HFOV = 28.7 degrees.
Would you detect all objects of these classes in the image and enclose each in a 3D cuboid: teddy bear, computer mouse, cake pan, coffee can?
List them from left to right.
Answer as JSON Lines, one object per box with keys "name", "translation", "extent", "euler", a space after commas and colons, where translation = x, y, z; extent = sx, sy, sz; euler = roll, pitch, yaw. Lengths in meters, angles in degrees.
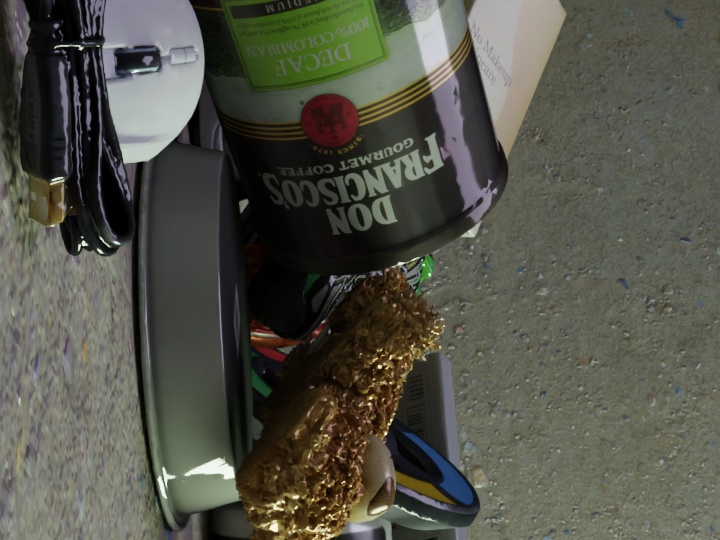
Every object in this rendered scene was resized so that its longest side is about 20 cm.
{"name": "computer mouse", "translation": [-0.079, -0.074, 0.479], "extent": [0.200, 0.043, 0.111], "euler": [-96, -178, -78]}
{"name": "cake pan", "translation": [-0.079, 0.028, 0.706], "extent": [0.200, 0.036, 0.203], "euler": [177, -90, -90]}
{"name": "coffee can", "translation": [-0.015, -0.121, 0.734], "extent": [0.147, 0.145, 0.201], "euler": [-94, 168, -58]}
{"name": "teddy bear", "translation": [-0.007, 0.070, 0.702], "extent": [0.145, 0.067, 0.200], "euler": [-50, -172, 4]}

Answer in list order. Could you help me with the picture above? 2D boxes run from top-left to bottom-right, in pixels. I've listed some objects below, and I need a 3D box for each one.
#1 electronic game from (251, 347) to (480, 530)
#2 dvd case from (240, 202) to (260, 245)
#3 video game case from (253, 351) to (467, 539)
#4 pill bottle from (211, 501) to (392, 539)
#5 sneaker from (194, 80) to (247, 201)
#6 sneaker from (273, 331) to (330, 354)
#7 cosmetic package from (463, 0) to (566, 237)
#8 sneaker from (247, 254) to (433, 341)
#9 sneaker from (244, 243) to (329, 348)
{"name": "electronic game", "translation": [-0.012, 0.098, 0.878], "extent": [0.042, 0.199, 0.200], "euler": [-59, -175, 6]}
{"name": "dvd case", "translation": [-0.057, -0.020, 0.997], "extent": [0.149, 0.016, 0.200], "euler": [-56, 169, -18]}
{"name": "video game case", "translation": [-0.011, 0.173, 0.984], "extent": [0.023, 0.181, 0.202], "euler": [38, 41, -49]}
{"name": "pill bottle", "translation": [-0.032, 0.243, 0.870], "extent": [0.114, 0.113, 0.202], "euler": [101, -14, -87]}
{"name": "sneaker", "translation": [-0.070, -0.113, 0.894], "extent": [0.201, 0.078, 0.075], "euler": [90, -5, -56]}
{"name": "sneaker", "translation": [-0.076, 0.010, 1.173], "extent": [0.075, 0.088, 0.200], "euler": [53, -7, -25]}
{"name": "cosmetic package", "translation": [0.066, -0.134, 0.990], "extent": [0.105, 0.071, 0.201], "euler": [44, 60, -43]}
{"name": "sneaker", "translation": [0.000, 0.000, 0.855], "extent": [0.085, 0.078, 0.200], "euler": [50, 27, 1]}
{"name": "sneaker", "translation": [-0.053, 0.025, 0.915], "extent": [0.073, 0.077, 0.200], "euler": [56, 22, 11]}
